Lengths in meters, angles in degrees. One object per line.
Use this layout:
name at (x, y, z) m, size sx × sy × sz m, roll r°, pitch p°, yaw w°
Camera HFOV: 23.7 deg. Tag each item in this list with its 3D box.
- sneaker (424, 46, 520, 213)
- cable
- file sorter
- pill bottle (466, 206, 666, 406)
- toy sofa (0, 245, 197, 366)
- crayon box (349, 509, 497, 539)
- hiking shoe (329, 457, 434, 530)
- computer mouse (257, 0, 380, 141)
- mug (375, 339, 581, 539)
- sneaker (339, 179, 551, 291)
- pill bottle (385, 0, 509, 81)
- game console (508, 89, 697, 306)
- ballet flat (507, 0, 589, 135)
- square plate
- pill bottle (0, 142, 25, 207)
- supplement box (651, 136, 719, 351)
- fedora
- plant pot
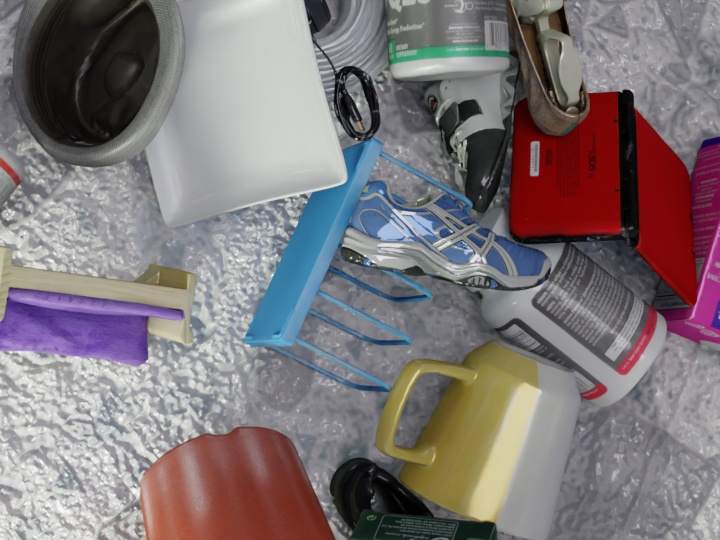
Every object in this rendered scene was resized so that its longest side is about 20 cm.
sneaker at (0.101, -0.138, 1.638) m, size 0.088 × 0.074 × 0.201 m, roll 10°, pitch 50°, yaw 0°
cable at (-0.054, -0.257, 1.626) m, size 0.200 × 0.069 × 0.200 m, roll 38°, pitch 79°, yaw -9°
file sorter at (0.000, 0.000, 1.587) m, size 0.122 × 0.139 × 0.201 m, roll 27°, pitch 80°, yaw -15°
pill bottle at (0.186, 0.031, 1.645) m, size 0.200 × 0.111 × 0.111 m, roll 38°, pitch 78°, yaw -9°
toy sofa at (-0.249, 0.035, 1.510) m, size 0.199 × 0.083 × 0.098 m, roll 9°, pitch 90°, yaw -36°
crayon box at (0.062, 0.318, 1.548) m, size 0.125 × 0.052 × 0.201 m, roll 3°, pitch 118°, yaw 16°
hiking shoe at (0.046, 0.265, 1.595) m, size 0.076 × 0.101 × 0.200 m, roll -39°, pitch 96°, yaw -14°
computer mouse at (-0.039, -0.209, 1.562) m, size 0.058 × 0.034 × 0.201 m, roll -32°, pitch 87°, yaw -15°
mug at (0.123, 0.147, 1.570) m, size 0.149 × 0.186 × 0.154 m, roll 24°, pitch 93°, yaw 28°
sneaker at (0.083, -0.027, 1.506) m, size 0.199 × 0.076 × 0.077 m, roll 11°, pitch 90°, yaw -24°
pill bottle at (0.076, -0.279, 1.574) m, size 0.112 × 0.113 × 0.201 m, roll -4°, pitch 91°, yaw -15°
game console at (0.235, -0.068, 1.659) m, size 0.171 × 0.119 × 0.201 m, roll -3°, pitch 45°, yaw 10°
ballet flat at (0.176, -0.228, 1.618) m, size 0.068 × 0.067 × 0.201 m, roll -20°, pitch 94°, yaw -19°
square plate at (-0.117, -0.156, 1.569) m, size 0.199 × 0.028 × 0.199 m, roll -13°, pitch 94°, yaw 26°
pill bottle at (-0.396, -0.042, 1.496) m, size 0.114 × 0.114 × 0.200 m, roll 38°, pitch 78°, yaw -9°
supplement box at (0.375, -0.026, 1.704) m, size 0.101 × 0.103 × 0.201 m, roll 20°, pitch 83°, yaw -13°
fedora at (-0.221, -0.190, 1.544) m, size 0.176 × 0.090 × 0.201 m, roll 21°, pitch 101°, yaw 21°
plant pot at (-0.101, 0.257, 1.495) m, size 0.200 × 0.201 × 0.196 m, roll -10°, pitch 55°, yaw -15°
